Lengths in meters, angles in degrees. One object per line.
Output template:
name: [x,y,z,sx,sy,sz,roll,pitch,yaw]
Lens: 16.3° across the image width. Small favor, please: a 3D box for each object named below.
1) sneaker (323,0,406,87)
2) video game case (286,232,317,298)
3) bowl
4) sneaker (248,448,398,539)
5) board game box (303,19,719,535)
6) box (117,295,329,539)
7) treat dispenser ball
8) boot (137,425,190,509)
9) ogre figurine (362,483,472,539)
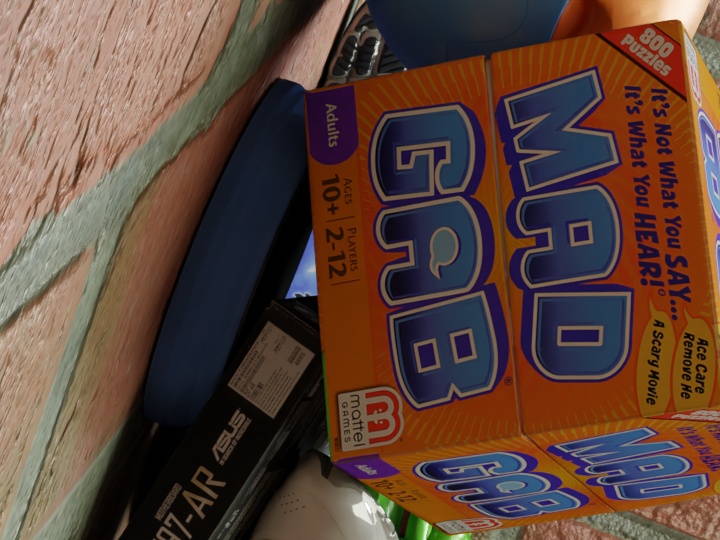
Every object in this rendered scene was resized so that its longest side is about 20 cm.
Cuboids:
sneaker: [-0.002,-0.095,1.604,0.080,0.077,0.200,-112,-149,-52]
video game case: [0.000,0.000,1.558,0.181,0.045,0.200,-6,124,-48]
bowl: [-0.061,-0.005,1.370,0.201,0.039,0.201,22,90,-86]
sneaker: [-0.040,0.174,1.363,0.087,0.074,0.200,-37,158,-37]
board game box: [0.101,0.012,1.319,0.200,0.200,0.200,41,42,-66]
box: [-0.059,0.106,1.370,0.200,0.044,0.160,-57,167,11]
treat dispenser ball: [0.098,-0.181,1.378,0.201,0.201,0.201,22,90,-86]
boot: [-0.062,0.157,1.528,0.200,0.138,0.078,99,15,-68]
ogre figurine: [0.014,0.110,1.509,0.200,0.098,0.120,30,64,-54]
